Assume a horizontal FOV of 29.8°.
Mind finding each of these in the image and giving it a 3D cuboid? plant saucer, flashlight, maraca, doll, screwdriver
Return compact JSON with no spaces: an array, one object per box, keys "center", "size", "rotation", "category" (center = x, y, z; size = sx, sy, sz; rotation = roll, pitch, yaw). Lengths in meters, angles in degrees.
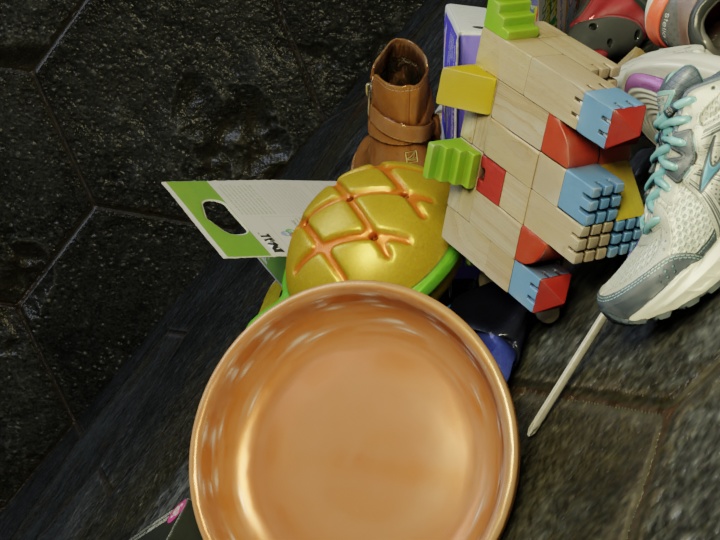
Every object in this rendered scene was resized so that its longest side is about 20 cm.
[{"center":[-0.003,0.106,0.773],"size":[0.200,0.200,0.037],"rotation":[-52,-26,3],"category":"plant saucer"},{"center":[0.185,-0.159,1.107],"size":[0.068,0.068,0.200],"rotation":[10,56,29],"category":"flashlight"},{"center":[0.000,0.000,0.960],"size":[0.137,0.107,0.200],"rotation":[9,52,42],"category":"maraca"},{"center":[0.072,0.052,0.901],"size":[0.136,0.049,0.200],"rotation":[-17,28,35],"category":"doll"},{"center":[0.146,0.008,0.780],"size":[0.200,0.029,0.028],"rotation":[-54,-5,4],"category":"screwdriver"}]

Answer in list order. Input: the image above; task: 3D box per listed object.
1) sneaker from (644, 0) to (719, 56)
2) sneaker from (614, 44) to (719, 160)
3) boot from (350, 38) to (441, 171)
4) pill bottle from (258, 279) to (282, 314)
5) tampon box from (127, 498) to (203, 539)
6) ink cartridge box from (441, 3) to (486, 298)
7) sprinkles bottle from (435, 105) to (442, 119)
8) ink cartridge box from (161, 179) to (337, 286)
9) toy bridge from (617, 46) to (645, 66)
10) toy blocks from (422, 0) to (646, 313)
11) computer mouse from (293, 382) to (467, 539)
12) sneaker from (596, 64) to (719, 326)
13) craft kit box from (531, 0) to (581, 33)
[{"center":[0.284,-0.216,0.910],"size":[0.200,0.077,0.082],"rotation":[-51,37,12],"category":"sneaker"},{"center":[0.202,-0.115,0.848],"size":[0.100,0.075,0.200],"rotation":[-36,15,-14],"category":"sneaker"},{"center":[0.025,-0.116,1.111],"size":[0.200,0.076,0.156],"rotation":[-96,0,-60],"category":"boot"},{"center":[-0.040,0.057,1.218],"size":[0.111,0.111,0.200],"rotation":[-48,11,21],"category":"pill bottle"},{"center":[-0.131,0.273,0.842],"size":[0.150,0.126,0.200],"rotation":[-40,16,51],"category":"tampon box"},{"center":[0.088,-0.101,1.086],"size":[0.200,0.043,0.199],"rotation":[-83,-6,-71],"category":"ink cartridge box"},{"center":[0.065,-0.086,1.359],"size":[0.200,0.068,0.068],"rotation":[-56,11,-18],"category":"sprinkles bottle"},{"center":[-0.057,-0.014,1.137],"size":[0.148,0.200,0.076],"rotation":[47,130,49],"category":"ink cartridge box"},{"center":[0.178,-0.092,1.004],"size":[0.067,0.027,0.200],"rotation":[-44,13,40],"category":"toy bridge"},{"center":[0.120,-0.057,0.838],"size":[0.137,0.100,0.200],"rotation":[44,134,44],"category":"toy blocks"},{"center":[-0.008,0.168,0.804],"size":[0.200,0.110,0.044],"rotation":[-60,-26,-1],"category":"computer mouse"},{"center":[0.181,-0.062,0.724],"size":[0.200,0.086,0.078],"rotation":[-52,10,-1],"category":"sneaker"},{"center":[0.175,-0.239,1.170],"size":[0.198,0.048,0.200],"rotation":[-56,-26,-28],"category":"craft kit box"}]
